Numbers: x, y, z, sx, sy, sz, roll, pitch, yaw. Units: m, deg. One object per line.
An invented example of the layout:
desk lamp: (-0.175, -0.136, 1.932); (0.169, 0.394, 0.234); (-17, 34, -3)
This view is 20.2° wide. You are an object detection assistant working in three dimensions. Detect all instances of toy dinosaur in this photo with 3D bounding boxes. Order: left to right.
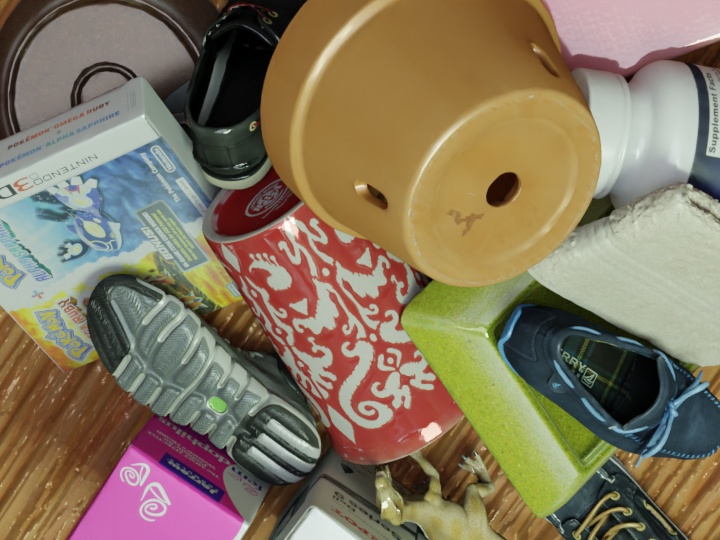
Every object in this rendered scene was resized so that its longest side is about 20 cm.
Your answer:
toy dinosaur: (0.073, 0.182, 1.455); (0.199, 0.101, 0.058); (25, 120, -28)

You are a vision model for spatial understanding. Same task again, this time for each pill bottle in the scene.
pill bottle: (0.228, -0.076, 1.327); (0.198, 0.111, 0.112); (9, 100, -13)

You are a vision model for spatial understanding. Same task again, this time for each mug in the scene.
mug: (-0.010, 0.005, 1.422); (0.133, 0.178, 0.200); (-19, 122, 27)

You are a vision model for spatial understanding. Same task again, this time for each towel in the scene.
towel: (0.219, 0.004, 1.326); (0.132, 0.035, 0.199); (-25, 141, 38)

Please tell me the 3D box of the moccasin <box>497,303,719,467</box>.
moccasin: (0.178, 0.086, 1.356); (0.199, 0.068, 0.081); (22, 87, -32)

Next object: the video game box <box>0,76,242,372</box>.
video game box: (-0.184, -0.027, 1.429); (0.181, 0.047, 0.200); (-21, 136, 15)

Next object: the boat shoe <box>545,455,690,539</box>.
boat shoe: (0.185, 0.188, 1.471); (0.200, 0.091, 0.071); (40, 100, -2)

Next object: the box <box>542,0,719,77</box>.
box: (0.156, -0.185, 1.396); (0.199, 0.128, 0.110); (-21, 98, 9)

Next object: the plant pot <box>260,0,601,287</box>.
plant pot: (0.057, -0.084, 1.242); (0.199, 0.140, 0.201); (-17, 131, -21)

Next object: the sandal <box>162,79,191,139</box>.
sandal: (-0.148, -0.076, 1.450); (0.199, 0.043, 0.076); (-31, 96, 9)

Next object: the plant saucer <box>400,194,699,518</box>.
plant saucer: (0.155, 0.043, 1.404); (0.200, 0.048, 0.200); (-43, 115, -16)

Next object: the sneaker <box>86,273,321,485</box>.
sneaker: (-0.110, 0.069, 1.464); (0.200, 0.116, 0.075); (42, 104, -6)

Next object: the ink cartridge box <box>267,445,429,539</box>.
ink cartridge box: (0.009, 0.214, 1.435); (0.146, 0.200, 0.084); (37, 99, -2)

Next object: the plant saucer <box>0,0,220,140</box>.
plant saucer: (-0.181, -0.126, 1.484); (0.198, 0.034, 0.202); (1, 98, 4)

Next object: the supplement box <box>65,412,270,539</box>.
supplement box: (-0.131, 0.168, 1.440); (0.101, 0.200, 0.104); (34, 101, -1)

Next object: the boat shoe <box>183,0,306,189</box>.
boat shoe: (-0.071, -0.154, 1.402); (0.073, 0.063, 0.202); (6, 56, 14)
